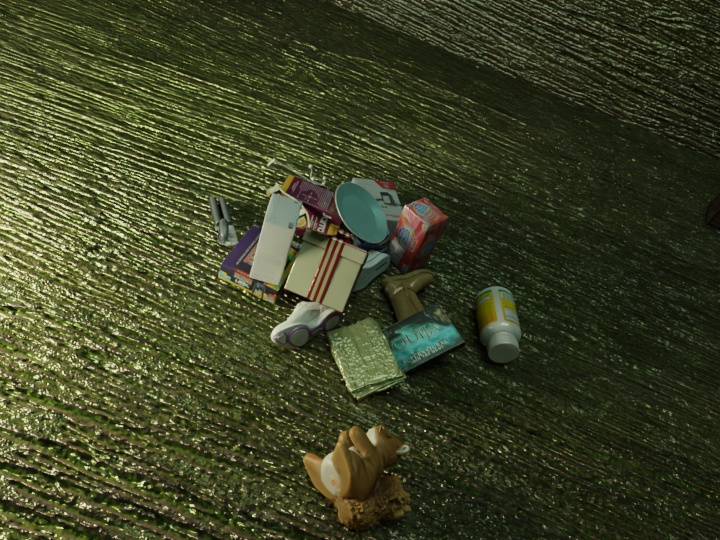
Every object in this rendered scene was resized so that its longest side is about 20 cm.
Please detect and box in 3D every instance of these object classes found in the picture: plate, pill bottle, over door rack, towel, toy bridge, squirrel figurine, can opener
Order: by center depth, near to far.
[{"bbox_3d":[0.020,0.413,1.175,0.186,0.142,0.201,-9,64,-44],"label":"squirrel figurine"},{"bbox_3d":[0.008,0.212,1.410,0.147,0.037,0.201,-16,53,-19],"label":"towel"},{"bbox_3d":[-0.179,-0.148,1.587,0.067,0.027,0.201,-31,85,-27],"label":"toy bridge"},{"bbox_3d":[0.382,0.151,1.600,0.112,0.113,0.201,13,42,-11],"label":"pill bottle"},{"bbox_3d":[-0.381,-0.143,1.608,0.052,0.067,0.201,-3,43,-24],"label":"can opener"},{"bbox_3d":[-0.002,-0.161,1.654,0.200,0.026,0.201,28,45,-33],"label":"plate"},{"bbox_3d":[-0.184,-0.274,1.800,0.199,0.067,0.148,17,39,-28],"label":"over door rack"}]

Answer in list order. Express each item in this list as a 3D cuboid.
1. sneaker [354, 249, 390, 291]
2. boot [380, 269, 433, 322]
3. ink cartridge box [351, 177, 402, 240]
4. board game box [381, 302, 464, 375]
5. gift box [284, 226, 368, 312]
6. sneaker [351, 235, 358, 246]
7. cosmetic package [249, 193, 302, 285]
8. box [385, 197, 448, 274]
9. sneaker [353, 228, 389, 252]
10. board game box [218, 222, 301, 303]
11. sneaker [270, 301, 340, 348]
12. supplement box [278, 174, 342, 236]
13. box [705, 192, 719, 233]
[{"bbox_3d":[0.000,0.000,1.632,0.071,0.074,0.200,22,34,33],"label":"sneaker"},{"bbox_3d":[0.162,0.098,1.598,0.174,0.066,0.201,-13,51,-18],"label":"boot"},{"bbox_3d":[0.051,-0.195,1.834,0.144,0.084,0.201,3,45,-21],"label":"ink cartridge box"},{"bbox_3d":[0.145,0.178,1.468,0.199,0.028,0.136,-25,56,-9],"label":"board game box"},{"bbox_3d":[-0.090,-0.018,1.459,0.199,0.188,0.185,23,0,-3],"label":"gift box"},{"bbox_3d":[-0.091,-0.036,1.586,0.200,0.080,0.074,-34,65,-18],"label":"sneaker"},{"bbox_3d":[-0.209,-0.074,1.421,0.081,0.201,0.113,15,42,-8],"label":"cosmetic package"},{"bbox_3d":[0.161,-0.099,1.695,0.094,0.201,0.103,-25,58,-38],"label":"box"},{"bbox_3d":[0.004,-0.083,1.700,0.199,0.083,0.074,-21,58,-35],"label":"sneaker"},{"bbox_3d":[-0.257,-0.024,1.541,0.164,0.057,0.200,25,41,1],"label":"board game box"},{"bbox_3d":[-0.148,0.130,1.431,0.199,0.075,0.099,-18,42,-42],"label":"sneaker"},{"bbox_3d":[-0.145,-0.171,1.689,0.199,0.131,0.104,20,43,-2],"label":"supplement box"},{"bbox_3d":[1.661,-0.263,2.561,0.165,0.165,0.200,33,42,12],"label":"box"}]
